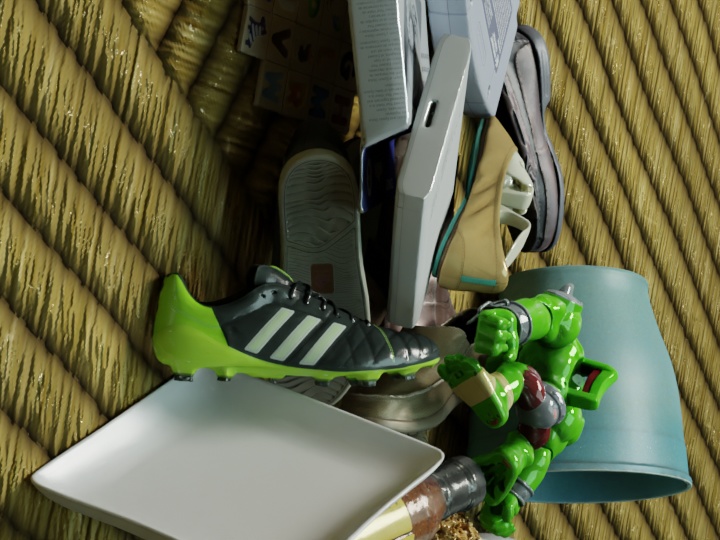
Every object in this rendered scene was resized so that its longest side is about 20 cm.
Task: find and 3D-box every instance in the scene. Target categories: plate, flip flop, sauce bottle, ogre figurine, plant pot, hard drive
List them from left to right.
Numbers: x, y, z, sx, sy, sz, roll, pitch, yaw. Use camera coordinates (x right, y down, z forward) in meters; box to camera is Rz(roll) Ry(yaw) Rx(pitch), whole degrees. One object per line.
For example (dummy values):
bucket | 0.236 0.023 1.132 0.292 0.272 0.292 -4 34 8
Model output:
plate | -0.076 0.136 1.299 0.200 0.200 0.032 -34 137 -53
flip flop | 0.000 0.000 1.531 0.081 0.058 0.200 5 96 -61
sauce bottle | 0.011 0.181 1.438 0.200 0.066 0.066 -16 112 -45
hard drive | 0.048 -0.060 1.449 0.200 0.027 0.132 92 13 -63
ogre figurine | 0.127 0.097 1.525 0.120 0.098 0.200 -35 115 -39
plant pot | 0.188 0.099 1.776 0.200 0.200 0.188 25 62 -60

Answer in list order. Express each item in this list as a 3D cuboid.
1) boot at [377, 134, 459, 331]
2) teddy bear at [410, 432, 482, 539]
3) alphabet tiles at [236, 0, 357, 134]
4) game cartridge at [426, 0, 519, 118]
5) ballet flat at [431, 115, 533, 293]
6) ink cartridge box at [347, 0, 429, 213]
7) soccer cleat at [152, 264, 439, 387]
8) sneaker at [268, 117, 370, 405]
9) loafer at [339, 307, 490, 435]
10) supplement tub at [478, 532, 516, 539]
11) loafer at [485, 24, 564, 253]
boot | 0.068 -0.015 1.655 0.186 0.064 0.200 -9 102 -61
teddy bear | 0.059 0.193 1.574 0.067 0.200 0.145 -37 173 5
alphabet tiles | -0.029 -0.191 1.480 0.200 0.006 0.167 11 88 -61
game cartridge | 0.089 -0.215 1.590 0.200 0.041 0.133 72 26 -58
ballet flat | 0.104 -0.047 1.578 0.200 0.063 0.069 -71 173 -47
ink cartridge box | 0.024 -0.146 1.438 0.200 0.041 0.200 -40 127 -80
soccer cleat | -0.041 0.038 1.368 0.068 0.200 0.081 173 -80 -75
sneaker | -0.028 -0.005 1.447 0.106 0.075 0.200 -89 -176 -68
loafer | 0.044 0.077 1.545 0.200 0.076 0.068 -23 109 -57
supplement tub | 0.123 0.307 1.749 0.200 0.145 0.146 31 71 -59
loafer | 0.128 -0.108 1.735 0.063 0.072 0.200 -17 108 -37
